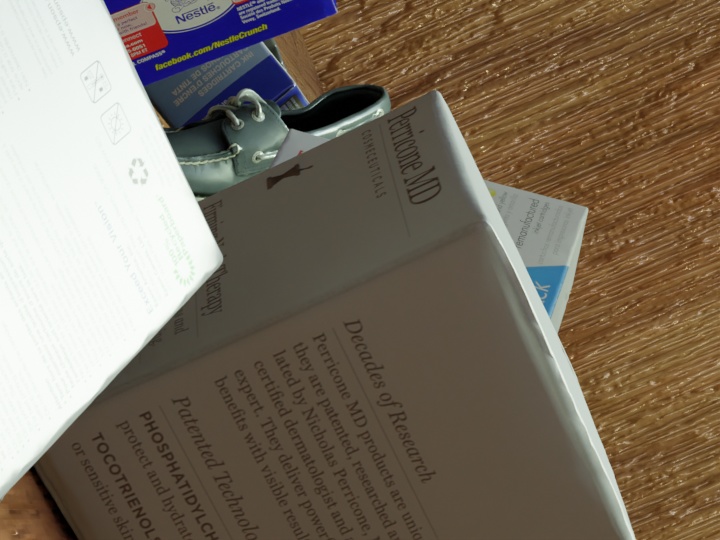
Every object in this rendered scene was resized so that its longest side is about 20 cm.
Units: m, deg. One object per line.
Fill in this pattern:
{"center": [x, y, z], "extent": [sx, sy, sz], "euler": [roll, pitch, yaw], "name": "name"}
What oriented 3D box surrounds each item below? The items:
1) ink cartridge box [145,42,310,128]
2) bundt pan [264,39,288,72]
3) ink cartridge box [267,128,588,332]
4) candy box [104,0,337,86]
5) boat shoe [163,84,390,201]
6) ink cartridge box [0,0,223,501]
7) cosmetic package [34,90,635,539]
{"center": [-0.089, -0.115, 1.384], "extent": [0.200, 0.076, 0.136], "euler": [49, -1, 19], "name": "ink cartridge box"}
{"center": [-0.096, -0.132, 1.682], "extent": [0.202, 0.076, 0.202], "euler": [-22, 90, -85], "name": "bundt pan"}
{"center": [0.000, 0.000, 1.138], "extent": [0.115, 0.200, 0.068], "euler": [-65, 167, -50], "name": "ink cartridge box"}
{"center": [-0.119, -0.183, 1.129], "extent": [0.077, 0.169, 0.200], "euler": [67, 3, -48], "name": "candy box"}
{"center": [-0.064, -0.073, 1.255], "extent": [0.073, 0.200, 0.062], "euler": [35, -61, 46], "name": "boat shoe"}
{"center": [-0.142, -0.033, 0.748], "extent": [0.200, 0.041, 0.200], "euler": [-50, 124, -49], "name": "ink cartridge box"}
{"center": [-0.015, 0.058, 0.975], "extent": [0.167, 0.200, 0.167], "euler": [-102, 167, -67], "name": "cosmetic package"}
